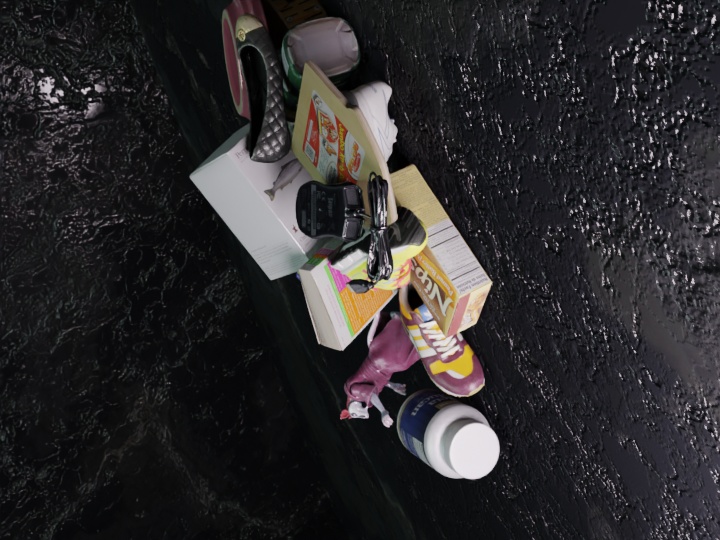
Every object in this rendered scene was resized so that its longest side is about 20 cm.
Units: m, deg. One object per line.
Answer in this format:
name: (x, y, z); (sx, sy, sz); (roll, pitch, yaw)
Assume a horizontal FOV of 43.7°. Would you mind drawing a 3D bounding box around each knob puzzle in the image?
knob puzzle: (-0.011, -0.139, 1.126); (0.219, 0.030, 0.222); (44, 150, 32)

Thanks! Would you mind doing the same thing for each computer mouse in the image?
computer mouse: (-0.014, -0.044, 1.115); (0.198, 0.045, 0.144); (1, 95, 55)

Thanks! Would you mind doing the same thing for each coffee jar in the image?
coffee jar: (-0.068, -0.277, 1.268); (0.200, 0.102, 0.087); (145, 108, -76)

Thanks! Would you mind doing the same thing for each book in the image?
book: (0.000, 0.000, 1.308); (0.047, 0.200, 0.136); (11, 130, 39)

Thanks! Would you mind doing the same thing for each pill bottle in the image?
pill bottle: (0.137, 0.256, 1.396); (0.113, 0.110, 0.200); (67, 165, -10)

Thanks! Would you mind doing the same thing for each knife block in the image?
knife block: (-0.113, -0.366, 1.367); (0.201, 0.063, 0.177); (56, 164, 30)

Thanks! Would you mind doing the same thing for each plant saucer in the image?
plant saucer: (-0.169, -0.311, 1.335); (0.200, 0.050, 0.205); (170, 90, -78)

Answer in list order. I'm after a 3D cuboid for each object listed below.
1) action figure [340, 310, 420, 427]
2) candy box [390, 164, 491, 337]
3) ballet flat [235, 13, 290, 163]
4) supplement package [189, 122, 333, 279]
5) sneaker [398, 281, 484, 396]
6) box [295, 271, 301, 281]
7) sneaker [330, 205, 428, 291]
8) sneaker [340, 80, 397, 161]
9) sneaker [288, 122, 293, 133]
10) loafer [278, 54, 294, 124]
action figure: (0.024, 0.161, 1.468); (0.148, 0.201, 0.134); (41, -176, -1)
candy box: (0.093, -0.026, 1.197); (0.202, 0.055, 0.116); (59, 162, 24)
ballet flat: (-0.138, -0.247, 1.212); (0.066, 0.056, 0.204); (-11, 92, 52)
supplement package: (-0.129, -0.108, 1.312); (0.116, 0.117, 0.201); (-17, 117, 50)
sneaker: (0.109, 0.094, 1.301); (0.201, 0.074, 0.091); (52, 166, 39)
box: (-0.039, -0.035, 1.427); (0.117, 0.048, 0.202); (42, 137, 27)
sneaker: (0.041, -0.019, 1.168); (0.090, 0.079, 0.199); (42, 157, -14)
sneaker: (0.014, -0.160, 1.195); (0.074, 0.086, 0.202); (38, 147, 30)
sneaker: (-0.116, -0.204, 1.521); (0.131, 0.078, 0.202); (-89, -14, -56)
loafer: (-0.092, -0.260, 1.466); (0.202, 0.071, 0.063); (57, 172, 18)
